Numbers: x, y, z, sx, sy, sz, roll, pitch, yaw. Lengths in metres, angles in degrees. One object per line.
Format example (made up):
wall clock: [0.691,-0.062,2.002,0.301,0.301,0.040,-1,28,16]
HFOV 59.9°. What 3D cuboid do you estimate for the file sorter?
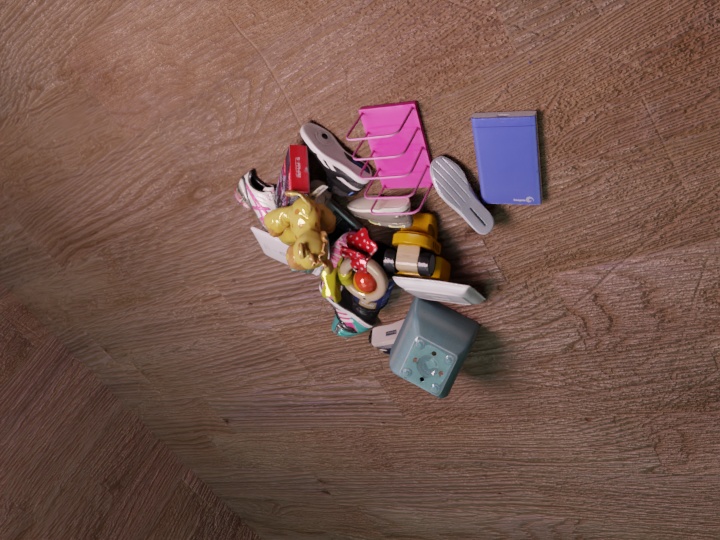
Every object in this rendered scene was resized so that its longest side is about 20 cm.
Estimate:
file sorter: [0.065,-0.235,1.350,0.135,0.127,0.204,2,132,29]

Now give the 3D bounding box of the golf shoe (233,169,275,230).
golf shoe: [-0.241,-0.171,1.631,0.199,0.073,0.092,42,124,-3]

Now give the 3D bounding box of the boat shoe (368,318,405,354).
boat shoe: [0.126,0.191,1.785,0.194,0.077,0.093,-9,150,29]

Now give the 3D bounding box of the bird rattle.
bird rattle: [0.000,0.000,1.508,0.162,0.114,0.200,38,130,-8]

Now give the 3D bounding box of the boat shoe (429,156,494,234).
boat shoe: [0.218,-0.161,1.375,0.071,0.062,0.202,-37,96,1]

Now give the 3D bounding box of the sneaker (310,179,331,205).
sneaker: [-0.131,-0.133,1.572,0.073,0.082,0.202,25,140,3]

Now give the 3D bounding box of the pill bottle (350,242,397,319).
pill bottle: [0.033,0.035,1.644,0.109,0.113,0.203,24,138,7]

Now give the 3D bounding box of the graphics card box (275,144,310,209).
graphics card box: [-0.167,-0.191,1.512,0.049,0.130,0.201,2,155,-17]

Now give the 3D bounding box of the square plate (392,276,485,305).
square plate: [0.196,0.054,1.541,0.194,0.029,0.197,7,171,24]

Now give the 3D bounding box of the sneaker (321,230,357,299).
sneaker: [-0.041,-0.025,1.636,0.072,0.088,0.204,27,121,10]

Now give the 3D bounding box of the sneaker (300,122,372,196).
sneaker: [-0.077,-0.245,1.467,0.198,0.074,0.112,38,140,-7]

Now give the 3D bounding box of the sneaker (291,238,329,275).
sneaker: [-0.133,-0.039,1.619,0.088,0.080,0.201,-2,156,-18]

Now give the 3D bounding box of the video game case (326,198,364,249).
video game case: [-0.099,-0.111,1.651,0.181,0.024,0.199,40,138,-9]

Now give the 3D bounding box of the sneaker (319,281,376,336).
sneaker: [-0.060,0.120,1.812,0.198,0.085,0.121,39,129,-11]

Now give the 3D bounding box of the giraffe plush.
giraffe plush: [-0.120,-0.070,1.424,0.167,0.167,0.200,5,150,-28]

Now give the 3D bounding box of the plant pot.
plant pot: [0.180,0.211,1.603,0.192,0.200,0.201,26,107,5]

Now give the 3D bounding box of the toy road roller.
toy road roller: [0.144,-0.054,1.507,0.119,0.151,0.199,7,171,24]

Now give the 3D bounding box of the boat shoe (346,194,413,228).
boat shoe: [0.044,-0.137,1.474,0.198,0.072,0.062,10,132,47]

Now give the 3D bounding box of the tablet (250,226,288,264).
tablet: [-0.229,-0.058,1.726,0.127,0.014,0.201,23,164,10]

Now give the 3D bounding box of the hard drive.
hard drive: [0.303,-0.228,1.287,0.128,0.026,0.204,5,132,27]
